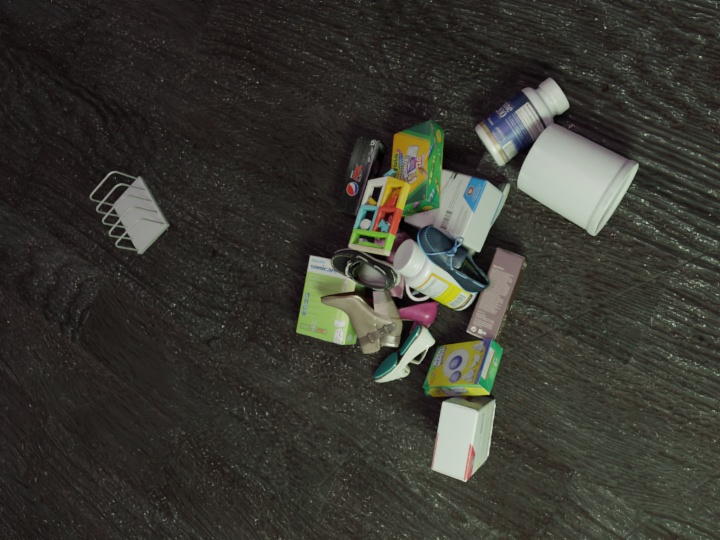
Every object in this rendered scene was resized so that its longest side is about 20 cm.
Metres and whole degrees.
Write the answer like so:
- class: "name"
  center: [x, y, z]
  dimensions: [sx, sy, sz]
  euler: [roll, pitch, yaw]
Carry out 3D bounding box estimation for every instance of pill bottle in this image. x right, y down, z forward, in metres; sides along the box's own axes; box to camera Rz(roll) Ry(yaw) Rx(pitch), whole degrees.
- class: "pill bottle"
  center: [0.373, -0.346, 1.315]
  dimensions: [0.198, 0.111, 0.113]
  euler: [-36, 73, 15]
- class: "pill bottle"
  center: [0.174, 0.006, 1.314]
  dimensions: [0.109, 0.197, 0.111]
  euler: [-43, 32, 36]

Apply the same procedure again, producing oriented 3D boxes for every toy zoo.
- class: "toy zoo"
  center: [0.047, -0.142, 1.344]
  dimensions: [0.129, 0.020, 0.205]
  euler: [12, 83, 47]

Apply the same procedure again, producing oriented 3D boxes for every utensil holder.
- class: "utensil holder"
  center: [0.466, -0.202, 1.235]
  dimensions: [0.198, 0.169, 0.172]
  euler: [36, 99, 23]

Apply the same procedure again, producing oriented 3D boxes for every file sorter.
- class: "file sorter"
  center: [-0.712, -0.179, 1.746]
  dimensions: [0.138, 0.124, 0.202]
  euler: [-40, 73, 15]

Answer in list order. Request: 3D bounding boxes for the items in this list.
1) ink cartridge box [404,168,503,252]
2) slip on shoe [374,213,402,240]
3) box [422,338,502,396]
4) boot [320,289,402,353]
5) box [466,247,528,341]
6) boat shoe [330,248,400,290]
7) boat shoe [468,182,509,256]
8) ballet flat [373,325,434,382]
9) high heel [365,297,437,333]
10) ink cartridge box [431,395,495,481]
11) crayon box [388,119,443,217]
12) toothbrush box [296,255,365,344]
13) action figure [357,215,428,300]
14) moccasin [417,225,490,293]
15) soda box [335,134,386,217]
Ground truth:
- class: "ink cartridge box"
  center: [0.214, -0.148, 1.340]
  dimensions: [0.198, 0.083, 0.149]
  euler: [27, 96, 48]
- class: "slip on shoe"
  center: [0.094, -0.155, 1.439]
  dimensions: [0.060, 0.074, 0.203]
  euler: [29, 92, 19]
- class: "box"
  center: [0.221, 0.223, 1.294]
  dimensions: [0.198, 0.048, 0.119]
  euler: [-22, 35, 52]
- class: "boot"
  center: [0.004, 0.125, 1.378]
  dimensions: [0.195, 0.070, 0.151]
  euler: [-5, 97, 18]
- class: "box"
  center: [0.316, 0.058, 1.310]
  dimensions: [0.073, 0.100, 0.205]
  euler: [19, 93, 21]
- class: "boat shoe"
  center: [0.000, 0.000, 1.364]
  dimensions: [0.197, 0.060, 0.076]
  euler: [22, 115, 30]
- class: "boat shoe"
  center: [0.285, -0.125, 1.354]
  dimensions: [0.061, 0.073, 0.203]
  euler: [32, 103, 17]
- class: "ballet flat"
  center: [0.110, 0.220, 1.397]
  dimensions: [0.070, 0.069, 0.201]
  euler: [49, 117, 19]
- class: "high heel"
  center: [0.092, 0.084, 1.417]
  dimensions: [0.196, 0.067, 0.098]
  euler: [23, 104, 8]
- class: "ink cartridge box"
  center: [0.233, 0.360, 1.264]
  dimensions: [0.081, 0.199, 0.150]
  euler: [9, 88, 25]
- class: "crayon box"
  center: [0.132, -0.239, 1.355]
  dimensions: [0.117, 0.058, 0.206]
  euler: [-11, 68, 44]
- class: "toothbrush box"
  center: [-0.071, 0.076, 1.476]
  dimensions: [0.142, 0.086, 0.206]
  euler: [10, 90, 22]
- class: "action figure"
  center: [0.084, -0.032, 1.377]
  dimensions: [0.148, 0.131, 0.206]
  euler: [26, 126, 55]
- class: "moccasin"
  center: [0.210, -0.032, 1.237]
  dimensions: [0.068, 0.198, 0.082]
  euler: [-14, 44, 58]
- class: "soda box"
  center: [0.002, -0.241, 1.486]
  dimensions: [0.069, 0.063, 0.205]
  euler: [18, 92, 23]
